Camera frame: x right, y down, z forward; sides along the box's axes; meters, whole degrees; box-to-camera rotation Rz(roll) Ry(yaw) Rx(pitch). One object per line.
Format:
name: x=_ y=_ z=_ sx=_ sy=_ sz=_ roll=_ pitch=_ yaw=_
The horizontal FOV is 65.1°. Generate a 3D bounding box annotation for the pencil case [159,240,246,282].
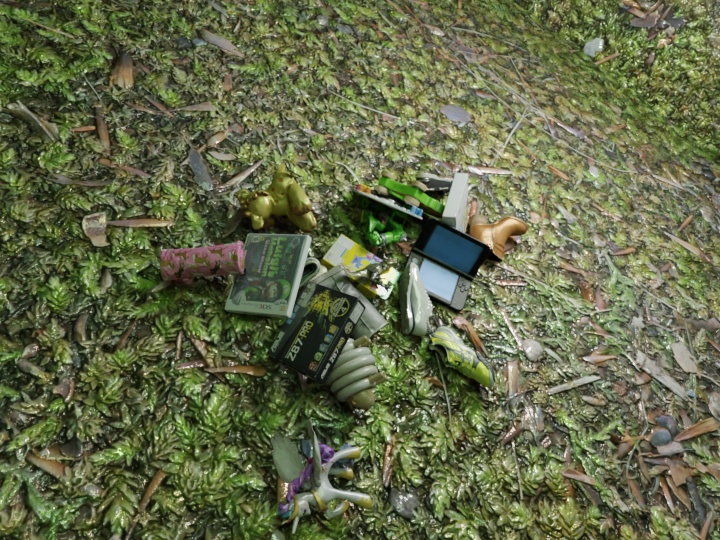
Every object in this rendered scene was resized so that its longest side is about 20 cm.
pencil case: x=-0.369 y=-0.020 z=1.319 sx=0.196 sy=0.087 sz=0.084 roll=-6 pitch=51 yaw=-4

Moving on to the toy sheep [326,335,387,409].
toy sheep: x=-0.022 y=0.221 z=1.288 sx=0.136 sy=0.138 sz=0.203 roll=-12 pitch=65 yaw=-29

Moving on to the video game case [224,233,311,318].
video game case: x=-0.219 y=0.008 z=1.331 sx=0.179 sy=0.023 sz=0.204 roll=3 pitch=67 yaw=26

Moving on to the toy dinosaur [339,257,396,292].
toy dinosaur: x=0.035 y=0.012 z=1.447 sx=0.198 sy=0.048 sz=0.088 roll=-10 pitch=50 yaw=-47

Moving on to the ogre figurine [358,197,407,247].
ogre figurine: x=0.067 y=-0.132 z=1.602 sx=0.118 sy=0.100 sz=0.200 roll=10 pitch=17 yaw=-16

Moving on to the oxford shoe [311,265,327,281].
oxford shoe: x=-0.167 y=0.006 z=1.423 sx=0.196 sy=0.074 sz=0.072 roll=-6 pitch=57 yaw=-26

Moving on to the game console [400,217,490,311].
game console: x=0.234 y=-0.015 z=1.559 sx=0.197 sy=0.119 sz=0.173 roll=25 pitch=61 yaw=-2

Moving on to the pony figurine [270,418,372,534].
pony figurine: x=-0.085 y=0.407 z=1.129 sx=0.197 sy=0.166 sz=0.196 roll=6 pitch=59 yaw=-37

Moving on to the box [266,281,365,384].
box: x=-0.100 y=0.136 z=1.278 sx=0.159 sy=0.049 sz=0.202 roll=16 pitch=68 yaw=38

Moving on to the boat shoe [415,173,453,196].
boat shoe: x=0.253 y=-0.270 z=1.810 sx=0.197 sy=0.073 sz=0.062 roll=2 pitch=94 yaw=-41

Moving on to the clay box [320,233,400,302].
clay box: x=0.000 y=0.000 z=1.515 sx=0.198 sy=0.048 sz=0.115 roll=34 pitch=49 yaw=2

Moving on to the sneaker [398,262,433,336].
sneaker: x=0.150 y=0.077 z=1.501 sx=0.079 sy=0.077 sz=0.204 roll=6 pitch=67 yaw=-13

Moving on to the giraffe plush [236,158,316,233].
giraffe plush: x=-0.229 y=-0.172 z=1.487 sx=0.160 sy=0.202 sz=0.173 roll=-29 pitch=35 yaw=-11

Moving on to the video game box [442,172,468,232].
video game box: x=0.281 y=-0.152 z=1.659 sx=0.046 sy=0.184 sz=0.202 roll=6 pitch=46 yaw=19

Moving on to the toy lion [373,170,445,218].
toy lion: x=0.164 y=-0.215 z=1.689 sx=0.198 sy=0.070 sz=0.191 roll=28 pitch=1 yaw=39

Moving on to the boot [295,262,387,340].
boot: x=-0.053 y=0.103 z=1.405 sx=0.180 sy=0.073 sz=0.202 roll=-32 pitch=89 yaw=-16

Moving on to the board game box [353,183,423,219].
board game box: x=0.077 y=-0.201 z=1.624 sx=0.197 sy=0.026 sz=0.200 roll=22 pitch=7 yaw=-6

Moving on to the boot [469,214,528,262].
boot: x=0.432 y=-0.092 z=1.749 sx=0.196 sy=0.074 sz=0.157 roll=5 pitch=52 yaw=-4

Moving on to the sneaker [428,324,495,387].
sneaker: x=0.255 y=0.232 z=1.442 sx=0.076 sy=0.076 sz=0.199 roll=-35 pitch=63 yaw=-30

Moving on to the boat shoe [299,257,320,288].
boat shoe: x=-0.182 y=0.033 z=1.351 sx=0.199 sy=0.062 sz=0.072 roll=-38 pitch=92 yaw=-5
